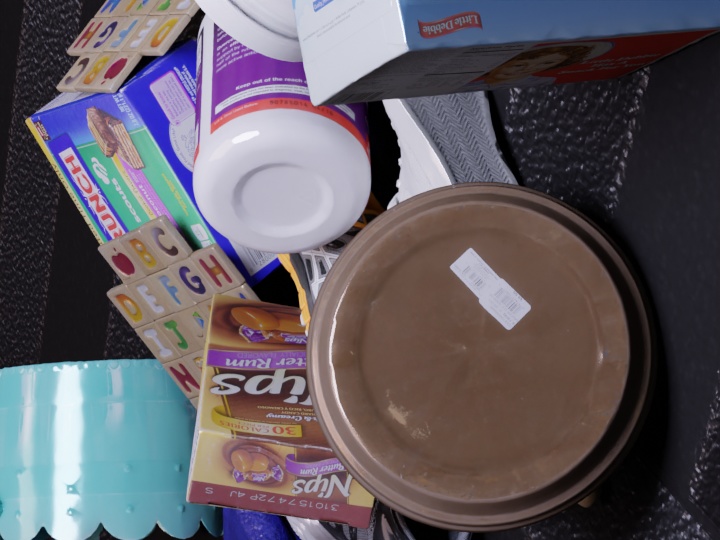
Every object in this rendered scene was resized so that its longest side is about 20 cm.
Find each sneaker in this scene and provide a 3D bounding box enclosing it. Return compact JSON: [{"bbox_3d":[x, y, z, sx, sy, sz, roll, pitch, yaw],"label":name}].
[{"bbox_3d":[0.000,0.000,1.666,0.200,0.078,0.077,57,130,35],"label":"sneaker"},{"bbox_3d":[0.034,-0.066,1.583,0.116,0.074,0.200,-45,58,53],"label":"sneaker"},{"bbox_3d":[0.016,0.151,1.673,0.200,0.075,0.114,54,141,34],"label":"sneaker"}]

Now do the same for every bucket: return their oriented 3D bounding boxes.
[{"bbox_3d":[-0.199,0.141,1.949,0.207,0.207,0.135,-16,76,62],"label":"bucket"}]

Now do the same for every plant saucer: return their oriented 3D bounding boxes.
[{"bbox_3d":[0.066,0.046,1.433,0.029,0.200,0.200,51,-154,-77],"label":"plant saucer"}]

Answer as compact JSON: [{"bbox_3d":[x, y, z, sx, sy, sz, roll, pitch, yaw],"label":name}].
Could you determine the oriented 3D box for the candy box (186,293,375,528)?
[{"bbox_3d":[-0.046,0.087,1.639,0.200,0.117,0.057,-91,11,-64],"label":"candy box"}]

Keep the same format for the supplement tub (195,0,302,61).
[{"bbox_3d":[-0.006,-0.229,1.493,0.200,0.145,0.146,-42,58,36],"label":"supplement tub"}]

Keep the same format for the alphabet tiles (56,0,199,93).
[{"bbox_3d":[-0.136,-0.203,1.796,0.200,0.006,0.166,-54,26,-13],"label":"alphabet tiles"}]

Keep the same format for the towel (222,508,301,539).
[{"bbox_3d":[-0.045,0.263,1.847,0.200,0.049,0.148,57,150,39],"label":"towel"}]

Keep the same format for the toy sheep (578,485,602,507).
[{"bbox_3d":[0.059,0.075,1.511,0.200,0.138,0.138,32,139,2],"label":"toy sheep"}]

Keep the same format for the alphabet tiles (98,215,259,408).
[{"bbox_3d":[-0.102,0.051,1.810,0.200,0.006,0.166,53,148,-11],"label":"alphabet tiles"}]

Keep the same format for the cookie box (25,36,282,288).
[{"bbox_3d":[-0.141,-0.067,1.848,0.171,0.075,0.200,59,156,-11],"label":"cookie box"}]

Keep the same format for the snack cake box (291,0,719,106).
[{"bbox_3d":[0.079,-0.138,1.342,0.115,0.200,0.067,-25,74,61],"label":"snack cake box"}]

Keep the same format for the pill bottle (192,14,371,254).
[{"bbox_3d":[-0.051,-0.113,1.653,0.200,0.112,0.113,-92,17,-45],"label":"pill bottle"}]
